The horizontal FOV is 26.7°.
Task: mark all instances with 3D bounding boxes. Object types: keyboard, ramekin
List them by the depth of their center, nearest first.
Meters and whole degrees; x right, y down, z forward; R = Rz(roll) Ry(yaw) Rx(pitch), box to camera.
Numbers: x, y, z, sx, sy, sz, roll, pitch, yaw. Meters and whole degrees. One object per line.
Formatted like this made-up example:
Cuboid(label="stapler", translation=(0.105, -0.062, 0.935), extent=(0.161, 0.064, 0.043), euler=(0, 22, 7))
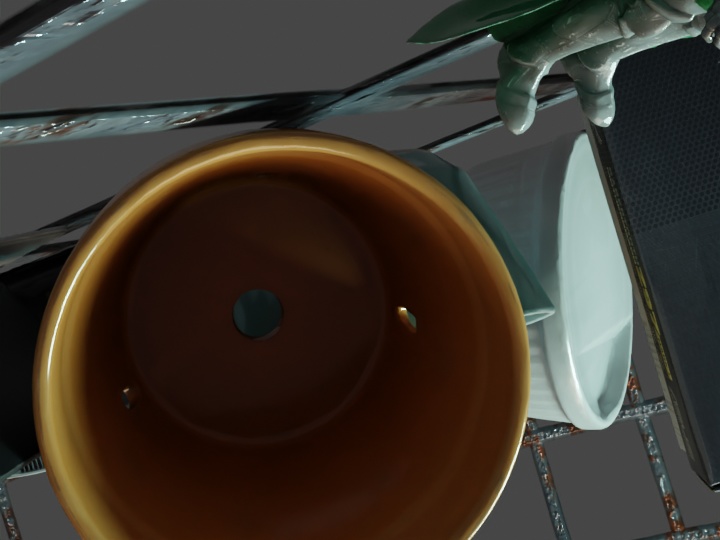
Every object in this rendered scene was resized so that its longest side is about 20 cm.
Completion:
Cuboid(label="keyboard", translation=(-0.216, 0.008, 0.766), extent=(0.056, 0.011, 0.199), euler=(-22, -179, -40))
Cuboid(label="ramekin", translation=(0.123, 0.010, 1.062), extent=(0.093, 0.205, 0.202), euler=(-5, -178, 23))

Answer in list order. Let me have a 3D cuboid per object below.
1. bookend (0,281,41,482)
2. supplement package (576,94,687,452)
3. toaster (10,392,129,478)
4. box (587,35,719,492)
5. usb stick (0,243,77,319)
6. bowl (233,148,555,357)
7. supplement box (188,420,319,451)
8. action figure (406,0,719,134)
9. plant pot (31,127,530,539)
Cuboid(label="bookend", translation=(-0.222, 0.110, 0.650), extent=(0.200, 0.092, 0.199), euler=(-47, 179, 6))
Cuboid(label="supplement package", translation=(0.193, -0.019, 0.757), extent=(0.118, 0.203, 0.121), euler=(-17, 178, 5))
Cuboid(label="toaster", translation=(-0.231, 0.089, 1.173), extent=(0.198, 0.115, 0.129), euler=(-20, 179, 17))
Cuboid(label="box", translation=(0.192, -0.025, 0.654), extent=(0.156, 0.203, 0.051), euler=(-16, -178, 3))
Cuboid(label="usb stick", translation=(-0.208, 0.039, 0.770), extent=(0.198, 0.056, 0.033), euler=(-22, -151, -8))
Cuboid(label="bowl", translation=(0.000, 0.000, 0.846), extent=(0.198, 0.106, 0.201), euler=(-15, 173, -2))
Cuboid(label="supplement box", translation=(-0.037, 0.090, 0.774), extent=(0.197, 0.067, 0.069), euler=(-13, 176, -14))
Cuboid(label="action figure", translation=(0.118, -0.093, 0.428), extent=(0.117, 0.055, 0.199), euler=(-12, 170, -39))
Cuboid(label="plant pot", translation=(-0.039, 0.034, 0.658), extent=(0.198, 0.203, 0.140), euler=(-17, -167, -6))
